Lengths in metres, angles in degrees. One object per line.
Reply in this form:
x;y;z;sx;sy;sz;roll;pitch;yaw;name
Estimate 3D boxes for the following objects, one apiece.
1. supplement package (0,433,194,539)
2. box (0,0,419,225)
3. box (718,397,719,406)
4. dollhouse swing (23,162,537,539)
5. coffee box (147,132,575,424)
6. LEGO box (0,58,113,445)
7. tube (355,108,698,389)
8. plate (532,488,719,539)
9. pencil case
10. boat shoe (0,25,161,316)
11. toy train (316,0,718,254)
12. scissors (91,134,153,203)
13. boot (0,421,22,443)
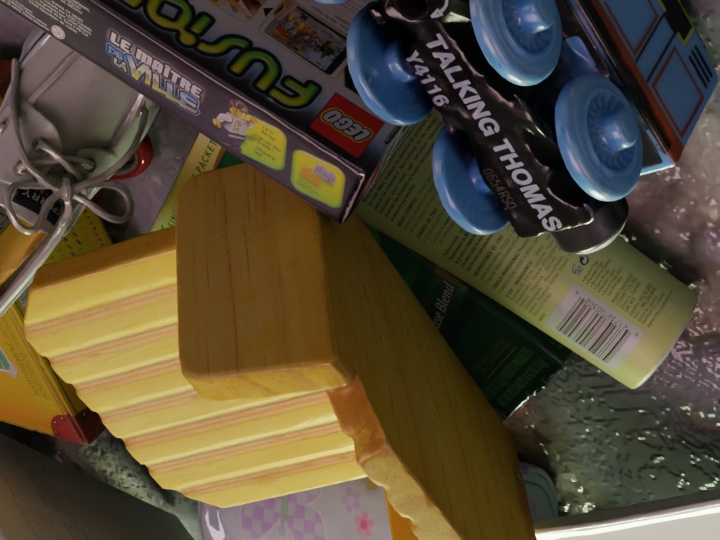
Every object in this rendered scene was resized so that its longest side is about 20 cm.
-0.184;0.214;1.000;0.200;0.147;0.191;33;-174;-38;supplement package
-0.060;-0.115;0.699;0.199;0.110;0.035;33;143;4;box
0.259;0.045;0.672;0.199;0.046;0.159;29;142;9;box
-0.044;0.081;0.750;0.175;0.182;0.200;-25;128;14;dollhouse swing
0.000;0.000;0.828;0.200;0.044;0.123;37;143;-1;coffee box
-0.211;-0.014;0.937;0.148;0.077;0.201;11;135;39;LEGO box
0.053;-0.026;0.755;0.199;0.058;0.052;34;148;1;tube
0.161;0.172;0.845;0.198;0.032;0.201;-12;129;16;plate
0.009;0.135;0.929;0.199;0.083;0.091;7;97;34;pencil case
-0.146;-0.042;0.790;0.074;0.086;0.202;33;108;-30;boat shoe
0.048;-0.102;0.625;0.086;0.114;0.200;-14;121;41;toy train
-0.158;-0.040;0.938;0.073;0.014;0.200;35;145;2;scissors
-0.224;0.128;1.130;0.164;0.066;0.201;11;132;27;boot
